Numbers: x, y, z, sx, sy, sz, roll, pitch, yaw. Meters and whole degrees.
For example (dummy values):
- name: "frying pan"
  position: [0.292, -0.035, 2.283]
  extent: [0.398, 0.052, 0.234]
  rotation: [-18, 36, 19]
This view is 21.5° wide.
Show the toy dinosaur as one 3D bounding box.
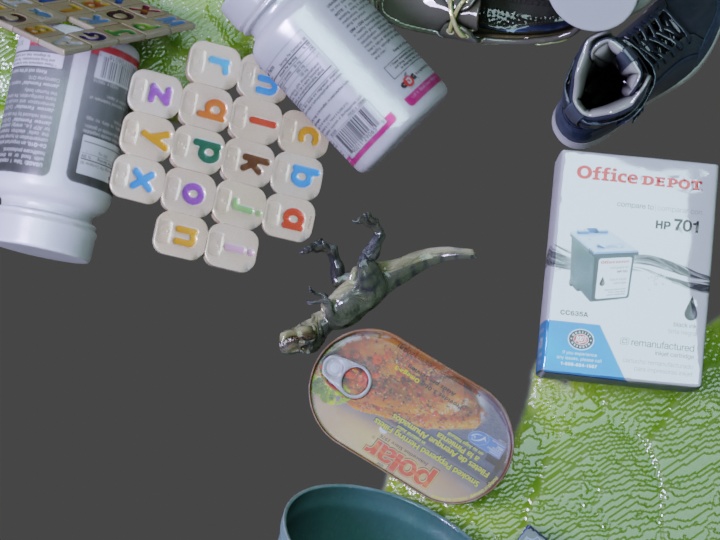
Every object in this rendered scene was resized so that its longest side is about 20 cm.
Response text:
- name: "toy dinosaur"
  position: [0.000, 0.000, 1.741]
  extent: [0.199, 0.047, 0.089]
  rotation: [-30, 92, -3]

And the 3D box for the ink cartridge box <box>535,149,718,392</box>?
- name: "ink cartridge box"
  position: [0.239, 0.001, 1.707]
  extent: [0.145, 0.086, 0.202]
  rotation: [5, 85, 4]

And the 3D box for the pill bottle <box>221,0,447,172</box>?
- name: "pill bottle"
  position: [-0.025, -0.197, 1.720]
  extent: [0.113, 0.113, 0.200]
  rotation: [-43, 90, -3]

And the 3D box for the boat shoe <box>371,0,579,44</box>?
- name: "boat shoe"
  position: [0.109, -0.244, 1.741]
  extent: [0.199, 0.060, 0.073]
  rotation: [2, 121, 2]

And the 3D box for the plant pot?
- name: "plant pot"
  position: [0.005, 0.297, 1.642]
  extent: [0.199, 0.200, 0.135]
  rotation: [24, 112, 6]

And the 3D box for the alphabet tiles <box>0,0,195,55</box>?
- name: "alphabet tiles"
  position: [-0.277, -0.241, 1.726]
  extent: [0.199, 0.167, 0.008]
  rotation: [26, 119, 31]

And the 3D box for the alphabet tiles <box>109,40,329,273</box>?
- name: "alphabet tiles"
  position: [-0.128, -0.104, 1.746]
  extent: [0.194, 0.015, 0.202]
  rotation: [13, 81, -16]

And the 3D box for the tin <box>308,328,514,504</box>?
- name: "tin"
  position: [0.046, 0.134, 1.724]
  extent: [0.199, 0.042, 0.113]
  rotation: [32, 81, 7]

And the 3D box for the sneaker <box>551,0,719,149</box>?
- name: "sneaker"
  position: [0.258, -0.197, 1.701]
  extent: [0.202, 0.146, 0.077]
  rotation: [-45, 81, -4]

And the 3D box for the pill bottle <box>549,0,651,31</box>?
- name: "pill bottle"
  position: [0.224, -0.291, 1.679]
  extent: [0.110, 0.200, 0.112]
  rotation: [10, 125, 14]

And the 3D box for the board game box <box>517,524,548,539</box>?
- name: "board game box"
  position: [0.143, 0.348, 1.692]
  extent: [0.135, 0.035, 0.201]
  rotation: [37, 86, 7]

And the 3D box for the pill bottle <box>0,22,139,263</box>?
- name: "pill bottle"
  position: [-0.274, -0.115, 1.734]
  extent: [0.113, 0.114, 0.202]
  rotation: [10, 84, 4]
